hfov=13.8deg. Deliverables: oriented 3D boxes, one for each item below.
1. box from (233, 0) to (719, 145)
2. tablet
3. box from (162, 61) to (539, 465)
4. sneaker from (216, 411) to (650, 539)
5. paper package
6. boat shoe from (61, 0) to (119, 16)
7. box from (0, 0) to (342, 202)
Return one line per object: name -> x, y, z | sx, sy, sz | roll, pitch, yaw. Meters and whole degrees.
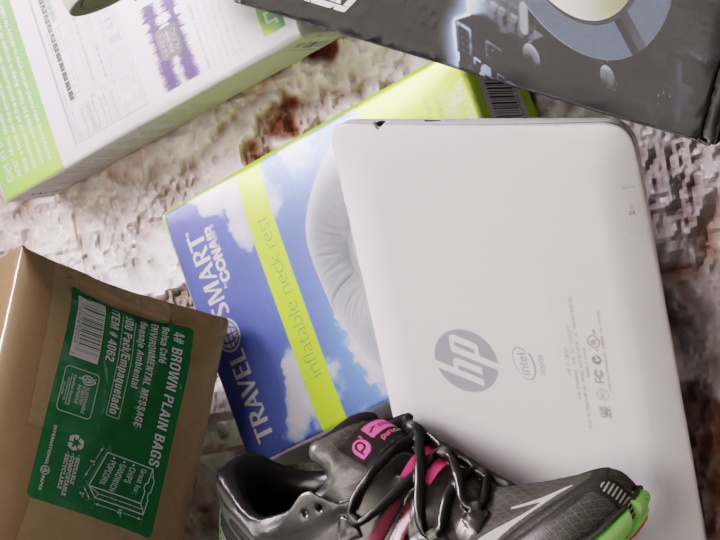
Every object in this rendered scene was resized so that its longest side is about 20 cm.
box -> 0.069, -0.156, 1.109 | 0.199, 0.086, 0.164 | 19, 108, 17
tablet -> 0.063, 0.033, 1.165 | 0.130, 0.014, 0.201 | 2, 116, 30
box -> 0.000, 0.000, 1.246 | 0.200, 0.048, 0.122 | -28, 77, 37
sneaker -> 0.019, 0.098, 1.170 | 0.200, 0.077, 0.084 | -8, 106, 33
paper package -> -0.154, 0.115, 1.270 | 0.190, 0.103, 0.201 | -25, 49, 56
boat shoe -> -0.056, -0.186, 1.220 | 0.201, 0.072, 0.061 | -36, 83, 10
box -> -0.106, -0.132, 1.327 | 0.200, 0.036, 0.145 | -25, 79, 37
